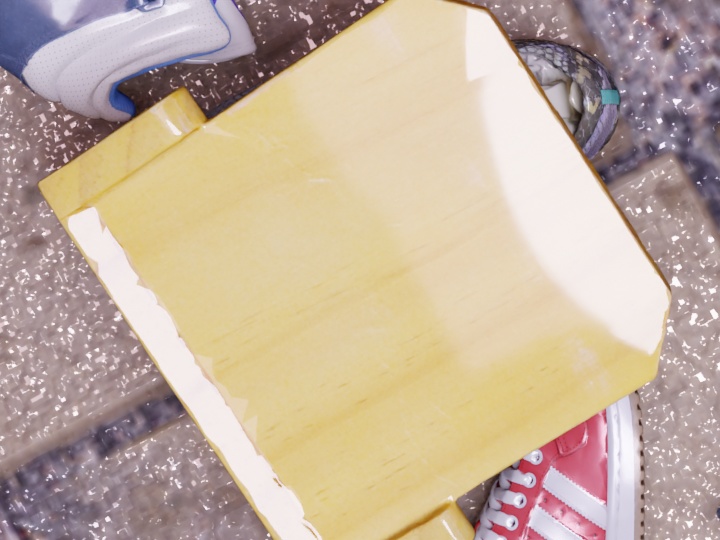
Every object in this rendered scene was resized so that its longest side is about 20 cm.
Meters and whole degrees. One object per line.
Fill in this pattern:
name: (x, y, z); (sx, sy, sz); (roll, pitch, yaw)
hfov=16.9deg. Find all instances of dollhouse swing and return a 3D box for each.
dollhouse swing: (0.000, 0.000, 0.952); (0.176, 0.182, 0.200); (-35, 96, -3)

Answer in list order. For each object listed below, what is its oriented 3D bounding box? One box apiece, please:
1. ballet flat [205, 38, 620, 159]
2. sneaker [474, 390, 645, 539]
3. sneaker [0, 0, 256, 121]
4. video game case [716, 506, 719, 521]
ballet flat: (0.009, -0.055, 0.997); (0.200, 0.072, 0.072); (-13, 94, 4)
sneaker: (0.059, 0.108, 1.006); (0.112, 0.071, 0.201); (-1, 97, 0)
sneaker: (-0.082, -0.158, 0.994); (0.146, 0.081, 0.200); (42, 92, -9)
video game case: (0.282, 0.123, 1.008); (0.200, 0.045, 0.182); (-34, 93, 5)
